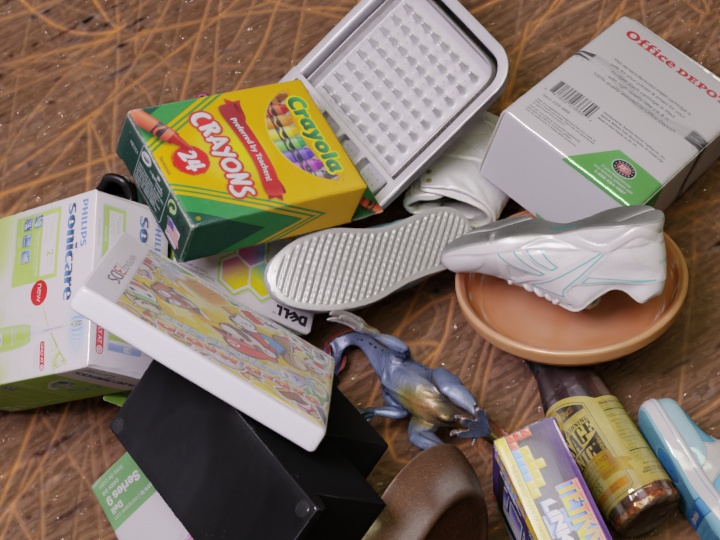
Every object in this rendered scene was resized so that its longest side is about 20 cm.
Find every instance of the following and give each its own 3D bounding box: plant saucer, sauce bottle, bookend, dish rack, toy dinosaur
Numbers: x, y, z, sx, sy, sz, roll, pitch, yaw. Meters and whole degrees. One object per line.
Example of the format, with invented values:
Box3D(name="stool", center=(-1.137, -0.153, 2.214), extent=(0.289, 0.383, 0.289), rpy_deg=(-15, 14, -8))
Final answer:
Box3D(name="plant saucer", center=(0.182, 0.017, 1.483), extent=(0.199, 0.038, 0.201), rpy_deg=(-4, 40, 4))
Box3D(name="plant saucer", center=(0.050, 0.235, 1.339), extent=(0.037, 0.201, 0.201), rpy_deg=(18, 67, 29))
Box3D(name="sauce bottle", center=(0.193, 0.129, 1.453), extent=(0.066, 0.066, 0.200), rpy_deg=(-27, 58, -9))
Box3D(name="bookend", center=(-0.051, 0.156, 1.293), extent=(0.199, 0.200, 0.092), rpy_deg=(45, 107, 36))
Box3D(name="dish rack", center=(0.027, -0.153, 1.518), extent=(0.200, 0.044, 0.172), rpy_deg=(-45, 58, 8))
Box3D(name="toy dinosaur", center=(0.040, 0.110, 1.463), extent=(0.105, 0.199, 0.182), rpy_deg=(-61, 31, 15))

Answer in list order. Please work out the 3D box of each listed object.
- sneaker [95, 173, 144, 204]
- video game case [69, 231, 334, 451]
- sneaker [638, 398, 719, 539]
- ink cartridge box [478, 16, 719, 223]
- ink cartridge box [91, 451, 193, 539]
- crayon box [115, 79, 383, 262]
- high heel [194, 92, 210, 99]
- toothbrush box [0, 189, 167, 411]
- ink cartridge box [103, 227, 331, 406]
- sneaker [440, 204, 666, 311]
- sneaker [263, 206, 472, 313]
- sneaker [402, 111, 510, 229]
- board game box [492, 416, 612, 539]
Box3D(name="sneaker", center=(-0.247, 0.004, 1.521), extent=(0.071, 0.080, 0.201), rpy_deg=(14, 69, 9))
Box3D(name="video game case", center=(-0.110, 0.048, 1.275), extent=(0.199, 0.182, 0.023), rpy_deg=(32, 102, -6))
Box3D(name="sneaker", center=(0.328, 0.169, 1.424), extent=(0.130, 0.080, 0.200), rpy_deg=(-32, 78, -9))
Box3D(name="ink cartridge box", center=(0.225, -0.117, 1.514), extent=(0.146, 0.084, 0.200), rpy_deg=(39, 51, 16))
Box3D(name="ink cartridge box", center=(-0.103, 0.229, 1.367), extent=(0.087, 0.145, 0.200), rpy_deg=(-44, 64, 20))
Box3D(name="crayon box", center=(-0.085, -0.088, 1.424), extent=(0.199, 0.051, 0.127), rpy_deg=(-15, 59, -32))
Box3D(name="high heel", center=(-0.151, -0.056, 1.535), extent=(0.067, 0.096, 0.201), rpy_deg=(0, 66, 3))
Box3D(name="toothbrush box", center=(-0.257, 0.030, 1.426), extent=(0.199, 0.086, 0.147), rpy_deg=(-11, 71, 38))
Box3D(name="ink cartridge box", center=(-0.119, 0.035, 1.467), extent=(0.147, 0.076, 0.201), rpy_deg=(25, 64, -30))
Box3D(name="sneaker", center=(0.158, -0.003, 1.421), extent=(0.199, 0.081, 0.070), rpy_deg=(-3, 20, 30))
Box3D(name="sneaker", center=(0.000, 0.000, 1.483), extent=(0.199, 0.082, 0.074), rpy_deg=(-12, 80, -27))
Box3D(name="sneaker", center=(0.050, -0.109, 1.549), extent=(0.199, 0.074, 0.116), rpy_deg=(24, 53, 12))
Box3D(name="board game box", center=(0.167, 0.235, 1.353), extent=(0.056, 0.165, 0.201), rpy_deg=(-21, 67, -6))
